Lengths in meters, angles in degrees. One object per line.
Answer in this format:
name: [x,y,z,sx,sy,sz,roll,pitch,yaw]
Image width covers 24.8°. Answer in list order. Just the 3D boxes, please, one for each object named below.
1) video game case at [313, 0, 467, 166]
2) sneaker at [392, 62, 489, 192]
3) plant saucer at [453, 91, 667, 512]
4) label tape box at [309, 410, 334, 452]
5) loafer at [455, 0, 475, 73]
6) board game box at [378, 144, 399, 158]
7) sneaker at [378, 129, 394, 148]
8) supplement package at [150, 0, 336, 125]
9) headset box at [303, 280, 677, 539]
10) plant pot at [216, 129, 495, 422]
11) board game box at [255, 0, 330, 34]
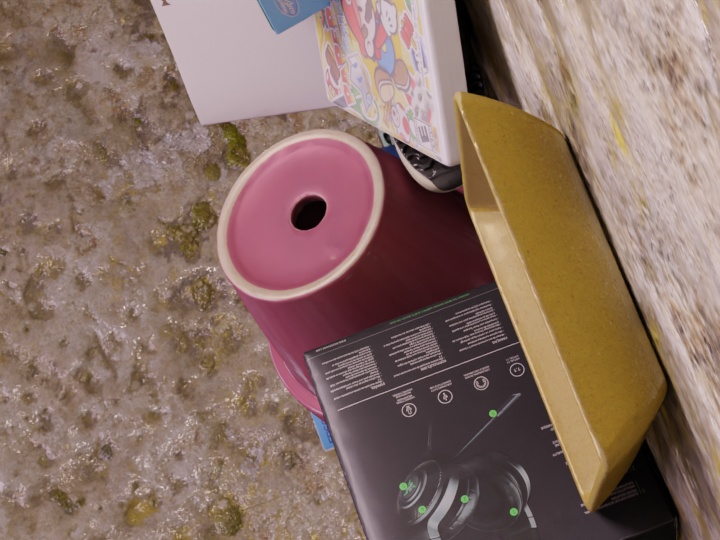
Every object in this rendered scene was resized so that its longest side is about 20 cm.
video game case: [0.006,-0.178,0.980,0.182,0.023,0.200,-143,39,-60]
sneaker: [0.054,-0.114,1.125,0.093,0.070,0.200,59,-170,-46]
plant saucer: [0.108,0.017,0.861,0.200,0.048,0.200,71,179,-75]
label tape box: [0.042,0.051,1.381,0.066,0.200,0.144,13,-124,-82]
loafer: [0.011,-0.208,1.077,0.073,0.071,0.200,69,180,-63]
board game box: [0.036,-0.020,1.311,0.039,0.200,0.158,-8,-94,-61]
sneaker: [0.039,-0.130,1.306,0.200,0.074,0.118,0,-105,-79]
supplement package: [-0.054,-0.212,1.197,0.200,0.121,0.120,-67,-36,-50]
headset box: [0.081,0.121,0.999,0.093,0.174,0.200,70,178,-61]
plant pot: [0.000,0.000,1.134,0.179,0.200,0.200,42,-158,-50]
board game box: [-0.094,-0.260,1.028,0.153,0.040,0.200,61,180,-44]
